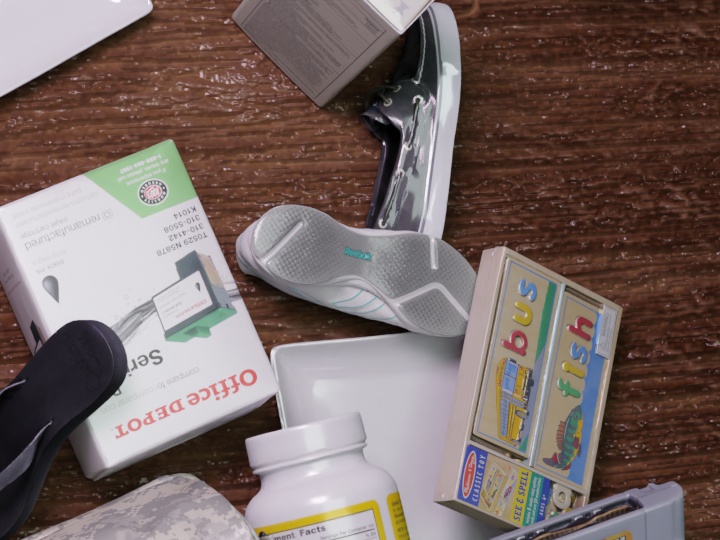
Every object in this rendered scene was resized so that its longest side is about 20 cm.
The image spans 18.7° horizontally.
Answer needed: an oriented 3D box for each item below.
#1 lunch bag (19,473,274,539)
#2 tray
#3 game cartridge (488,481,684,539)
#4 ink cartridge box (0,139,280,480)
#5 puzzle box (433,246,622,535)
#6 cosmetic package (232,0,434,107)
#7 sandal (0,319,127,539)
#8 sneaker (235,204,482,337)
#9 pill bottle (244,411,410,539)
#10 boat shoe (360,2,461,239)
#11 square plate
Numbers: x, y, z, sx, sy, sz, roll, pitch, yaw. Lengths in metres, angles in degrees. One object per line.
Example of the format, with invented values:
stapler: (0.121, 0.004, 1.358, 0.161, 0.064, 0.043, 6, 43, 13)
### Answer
lunch bag: (-0.164, 0.228, 1.479, 0.199, 0.168, 0.140, -22, 87, -20)
tray: (-0.262, -0.189, 1.604, 0.199, 0.022, 0.108, -32, 91, -21)
game cartridge: (0.155, 0.244, 1.617, 0.199, 0.042, 0.134, -17, 113, -21)
ink cartridge box: (-0.164, 0.030, 1.561, 0.146, 0.084, 0.201, -24, 87, -20)
puzzle box: (0.127, 0.097, 1.633, 0.133, 0.025, 0.201, 25, 68, -33)
cosmetic package: (-0.015, -0.201, 1.591, 0.104, 0.200, 0.073, 45, 69, -6)
sandal: (-0.238, 0.111, 1.492, 0.076, 0.043, 0.200, 44, 110, 21)
sneaker: (0.000, 0.000, 1.624, 0.199, 0.080, 0.071, 19, 76, -21)
pill bottle: (-0.018, 0.206, 1.532, 0.112, 0.112, 0.201, -12, 85, -20)
boat shoe: (0.032, -0.109, 1.664, 0.066, 0.070, 0.201, 7, 85, -18)
square plate: (0.037, 0.145, 1.635, 0.199, 0.028, 0.199, -6, 81, -19)
